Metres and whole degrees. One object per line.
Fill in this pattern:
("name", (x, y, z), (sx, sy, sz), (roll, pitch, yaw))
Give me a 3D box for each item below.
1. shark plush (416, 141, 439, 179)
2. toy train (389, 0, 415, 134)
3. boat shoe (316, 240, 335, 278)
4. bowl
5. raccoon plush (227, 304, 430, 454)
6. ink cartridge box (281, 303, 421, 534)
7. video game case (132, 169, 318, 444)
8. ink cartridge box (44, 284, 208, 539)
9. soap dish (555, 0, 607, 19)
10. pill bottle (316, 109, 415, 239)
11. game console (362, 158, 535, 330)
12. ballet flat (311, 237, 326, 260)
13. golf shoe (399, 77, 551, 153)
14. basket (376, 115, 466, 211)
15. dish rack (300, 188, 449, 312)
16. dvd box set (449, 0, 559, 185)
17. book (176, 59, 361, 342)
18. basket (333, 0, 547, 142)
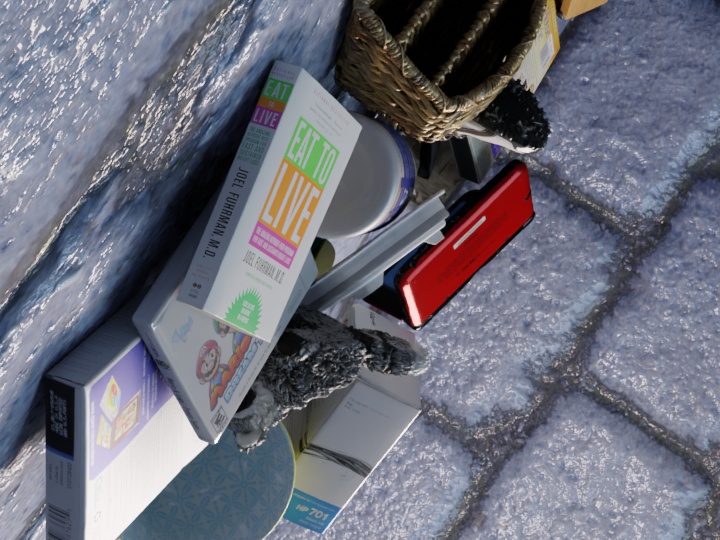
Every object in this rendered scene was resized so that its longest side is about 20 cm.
("shark plush", (0.108, -0.197, 1.432), (0.091, 0.083, 0.200), (3, -101, 59))
("toy train", (0.063, -0.227, 1.368), (0.200, 0.085, 0.116), (118, -5, -51))
("boat shoe", (-0.101, 0.036, 1.468), (0.201, 0.074, 0.063), (-51, 170, -31))
("bowl", (-0.173, 0.191, 1.346), (0.200, 0.200, 0.108), (-56, -162, 4))
("raccoon plush", (-0.042, 0.119, 1.253), (0.097, 0.200, 0.134), (-104, -145, -70))
("ink cartridge box", (-0.024, 0.159, 1.406), (0.200, 0.086, 0.146), (-53, -162, 26))
("video game case", (-0.107, 0.019, 1.105), (0.200, 0.024, 0.182), (-60, 152, -29))
("ink cartridge box", (-0.189, 0.118, 1.088), (0.200, 0.047, 0.198), (-50, 152, -54))
("soap dish", (0.213, -0.363, 1.431), (0.081, 0.157, 0.200), (-44, 174, 0))
("pill bottle", (-0.008, -0.093, 1.275), (0.120, 0.120, 0.200), (-56, 174, 9))
("game console", (0.089, -0.043, 1.483), (0.200, 0.119, 0.172), (-44, 151, -13))
("ballet flat", (-0.079, -0.024, 1.419), (0.200, 0.067, 0.067), (-57, -157, 0))
("golf shoe", (0.090, -0.160, 1.280), (0.078, 0.200, 0.095), (-51, 168, -38))
("basket", (0.101, -0.180, 1.544), (0.200, 0.136, 0.123), (-54, -178, -16))
("dish rack", (0.000, 0.000, 1.330), (0.172, 0.044, 0.200), (-37, -177, -37))
("dvd box set", (0.156, -0.211, 1.426), (0.200, 0.029, 0.146), (-59, 157, -16))
("book", (-0.074, -0.052, 1.046), (0.200, 0.048, 0.134), (-69, 160, -6))
("basket", (0.088, -0.231, 1.168), (0.200, 0.143, 0.149), (-53, 175, -22))
